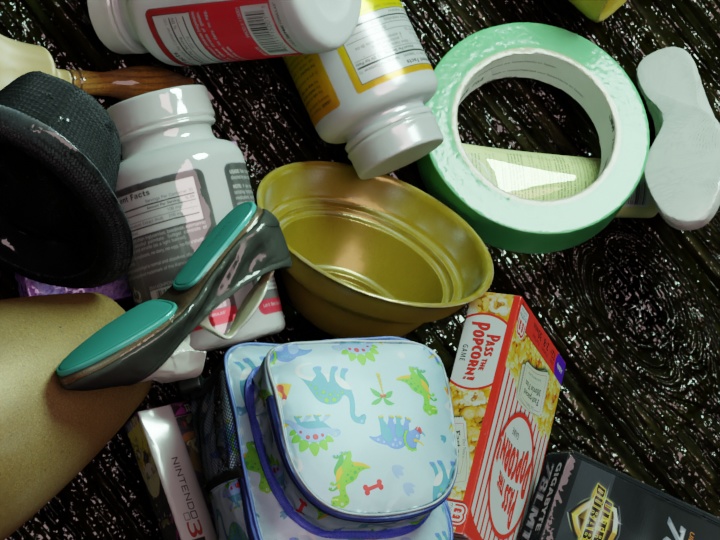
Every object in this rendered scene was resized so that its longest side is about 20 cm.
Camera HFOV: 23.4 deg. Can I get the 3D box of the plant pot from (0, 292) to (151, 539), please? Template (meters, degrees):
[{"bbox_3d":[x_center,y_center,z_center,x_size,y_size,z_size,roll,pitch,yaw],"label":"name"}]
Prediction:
[{"bbox_3d":[-0.260,0.094,1.281,0.200,0.186,0.187,-29,94,-37],"label":"plant pot"}]

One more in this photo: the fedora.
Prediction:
[{"bbox_3d":[-0.232,-0.076,1.277,0.200,0.201,0.092,36,58,-14],"label":"fedora"}]

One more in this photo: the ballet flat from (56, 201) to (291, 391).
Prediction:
[{"bbox_3d":[-0.123,0.035,1.246,0.200,0.068,0.068,-42,111,-18],"label":"ballet flat"}]

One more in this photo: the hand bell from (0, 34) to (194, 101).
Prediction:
[{"bbox_3d":[-0.223,-0.148,1.383,0.200,0.104,0.104,-1,82,-35],"label":"hand bell"}]

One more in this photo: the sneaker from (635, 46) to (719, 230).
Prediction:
[{"bbox_3d":[0.294,-0.103,1.544,0.089,0.075,0.200,56,26,-45],"label":"sneaker"}]

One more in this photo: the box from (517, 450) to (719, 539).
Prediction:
[{"bbox_3d":[0.213,0.276,1.425,0.198,0.050,0.200,26,73,-15],"label":"box"}]

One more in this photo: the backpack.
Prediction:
[{"bbox_3d":[-0.019,0.149,1.261,0.183,0.147,0.200,0,68,-26],"label":"backpack"}]

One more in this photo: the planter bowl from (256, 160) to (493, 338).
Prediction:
[{"bbox_3d":[0.000,0.000,1.404,0.200,0.201,0.084,10,122,-21],"label":"planter bowl"}]

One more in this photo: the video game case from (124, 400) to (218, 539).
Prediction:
[{"bbox_3d":[-0.061,0.175,1.339,0.200,0.036,0.182,-10,71,-32],"label":"video game case"}]

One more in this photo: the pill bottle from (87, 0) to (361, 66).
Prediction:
[{"bbox_3d":[-0.109,-0.219,1.360,0.112,0.200,0.112,4,85,-62],"label":"pill bottle"}]

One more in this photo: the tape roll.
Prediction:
[{"bbox_3d":[0.147,-0.116,1.503,0.200,0.048,0.201,3,69,-7],"label":"tape roll"}]

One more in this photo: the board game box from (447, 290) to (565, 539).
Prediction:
[{"bbox_3d":[0.108,0.138,1.424,0.046,0.152,0.200,7,69,25],"label":"board game box"}]

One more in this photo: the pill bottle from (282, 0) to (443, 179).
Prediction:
[{"bbox_3d":[-0.007,-0.181,1.437,0.109,0.109,0.200,-22,84,-23],"label":"pill bottle"}]

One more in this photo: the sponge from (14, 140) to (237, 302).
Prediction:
[{"bbox_3d":[-0.183,-0.034,1.397,0.200,0.030,0.112,-12,86,-24],"label":"sponge"}]

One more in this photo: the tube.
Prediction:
[{"bbox_3d":[0.169,-0.075,1.541,0.200,0.058,0.052,1,120,-18],"label":"tube"}]

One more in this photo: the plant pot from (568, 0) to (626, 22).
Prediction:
[{"bbox_3d":[0.205,-0.353,1.526,0.189,0.201,0.201,44,68,6],"label":"plant pot"}]

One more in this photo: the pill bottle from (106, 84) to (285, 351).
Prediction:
[{"bbox_3d":[-0.133,-0.036,1.342,0.111,0.111,0.200,-13,88,-23],"label":"pill bottle"}]
